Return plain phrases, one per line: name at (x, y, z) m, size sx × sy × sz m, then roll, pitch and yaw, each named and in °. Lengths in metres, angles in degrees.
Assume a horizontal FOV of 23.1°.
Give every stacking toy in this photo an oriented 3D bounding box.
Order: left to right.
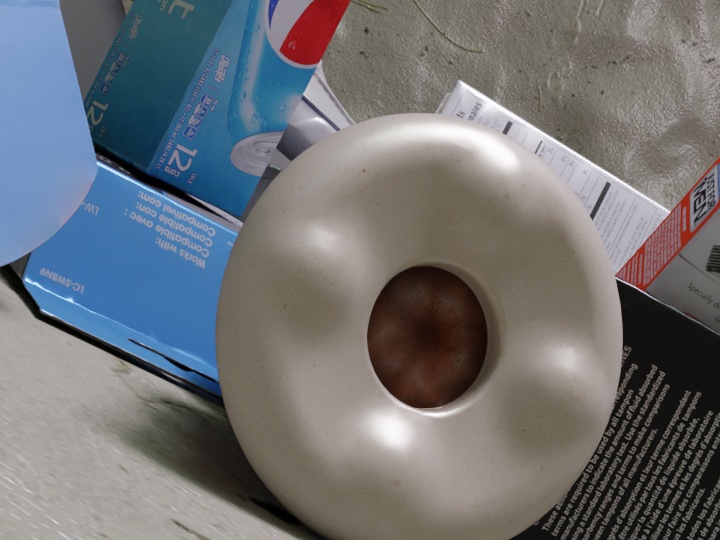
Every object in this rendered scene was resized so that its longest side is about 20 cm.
stacking toy at (-0.010, 0.025, 0.650) m, size 0.146 × 0.147 × 0.200 m, roll 28°, pitch -13°, yaw -20°

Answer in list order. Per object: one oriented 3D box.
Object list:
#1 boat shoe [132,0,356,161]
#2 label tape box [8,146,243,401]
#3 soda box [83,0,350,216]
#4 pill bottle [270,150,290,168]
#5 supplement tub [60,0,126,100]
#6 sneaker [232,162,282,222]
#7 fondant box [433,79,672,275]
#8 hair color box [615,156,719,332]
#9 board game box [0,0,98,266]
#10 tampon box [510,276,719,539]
boat shoe at (-0.050, -0.121, 0.928) m, size 0.200 × 0.066 × 0.072 m, roll 44°, pitch -9°, yaw -5°
label tape box at (-0.092, -0.004, 0.801) m, size 0.144 × 0.064 × 0.200 m, roll 28°, pitch 2°, yaw -26°
soda box at (-0.048, -0.132, 0.797) m, size 0.064 × 0.201 × 0.068 m, roll 25°, pitch 3°, yaw -46°
pill bottle at (-0.015, -0.007, 1.268) m, size 0.113 × 0.114 × 0.200 m, roll 31°, pitch 2°, yaw 44°
supplement tub at (-0.231, -0.136, 0.968) m, size 0.145 × 0.146 × 0.200 m, roll 27°, pitch 2°, yaw -42°
sneaker at (0.000, 0.000, 0.910) m, size 0.200 × 0.075 × 0.115 m, roll 46°, pitch -24°, yaw 11°
fondant box at (0.105, -0.004, 0.974) m, size 0.199 × 0.058 × 0.144 m, roll 32°, pitch -25°, yaw -2°
hair color box at (0.163, 0.051, 0.876) m, size 0.111 × 0.200 × 0.064 m, roll 35°, pitch 29°, yaw -8°
board game box at (-0.179, -0.091, 0.635) m, size 0.039 × 0.201 × 0.158 m, roll -18°, pitch -6°, yaw 38°
tampon box at (0.146, 0.094, 0.761) m, size 0.199 × 0.127 × 0.150 m, roll 29°, pitch 3°, yaw -4°
